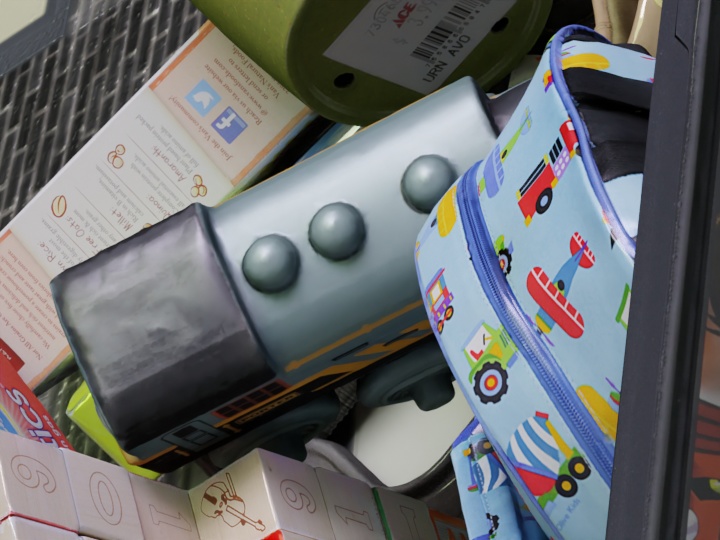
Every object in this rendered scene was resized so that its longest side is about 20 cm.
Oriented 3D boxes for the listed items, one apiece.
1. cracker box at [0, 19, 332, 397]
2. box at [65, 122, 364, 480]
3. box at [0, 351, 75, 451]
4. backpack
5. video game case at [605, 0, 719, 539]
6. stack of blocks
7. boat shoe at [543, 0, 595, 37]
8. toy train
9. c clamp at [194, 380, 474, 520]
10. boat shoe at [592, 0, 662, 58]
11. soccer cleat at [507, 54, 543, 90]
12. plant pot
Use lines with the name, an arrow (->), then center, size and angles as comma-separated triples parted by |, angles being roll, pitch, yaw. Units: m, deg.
cracker box -> -0.075, -0.038, 1.088 | 0.200, 0.058, 0.134 | -45, 0, 12
box -> -0.020, -0.015, 1.026 | 0.200, 0.048, 0.122 | -44, 5, 10
box -> -0.156, 0.098, 0.981 | 0.103, 0.095, 0.200 | -42, 72, 13
backpack -> 0.089, 0.042, 0.730 | 0.134, 0.200, 0.183 | -38, 35, 19
video game case -> 0.148, 0.025, 0.629 | 0.025, 0.180, 0.201 | -174, 90, -73
stack of blocks -> -0.057, 0.108, 0.835 | 0.115, 0.200, 0.059 | -34, 55, 26
boat shoe -> 0.101, -0.166, 1.047 | 0.074, 0.073, 0.200 | -25, 40, 35
toy train -> 0.000, 0.000, 0.836 | 0.199, 0.114, 0.085 | -25, 77, 8
c clamp -> 0.022, 0.028, 0.988 | 0.200, 0.027, 0.171 | -47, 33, 4
boat shoe -> 0.089, -0.129, 0.821 | 0.074, 0.066, 0.201 | 115, 153, -49
soccer cleat -> 0.091, -0.050, 0.907 | 0.200, 0.078, 0.069 | -32, -6, 10
plant pot -> -0.010, -0.152, 0.928 | 0.187, 0.187, 0.200 | -38, 51, 18
